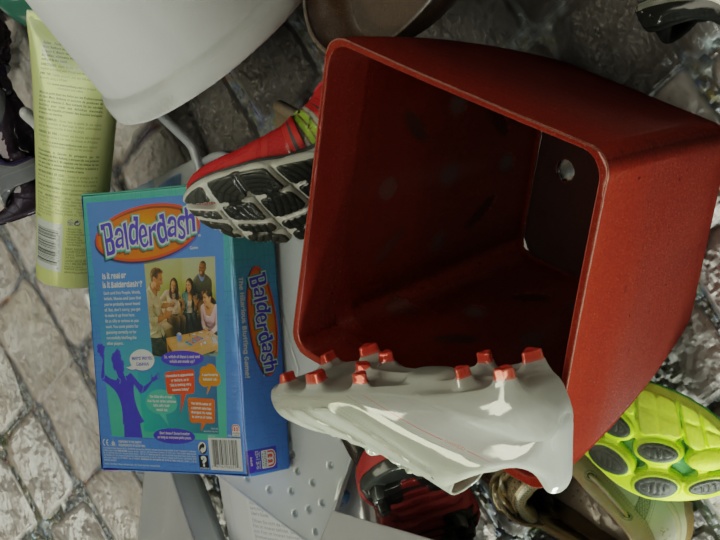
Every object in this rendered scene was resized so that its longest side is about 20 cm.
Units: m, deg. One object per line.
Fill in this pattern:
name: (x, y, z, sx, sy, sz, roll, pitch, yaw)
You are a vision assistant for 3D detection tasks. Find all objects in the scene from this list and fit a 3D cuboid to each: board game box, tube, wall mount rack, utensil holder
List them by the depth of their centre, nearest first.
utensil holder: (-0.154, -0.224, 1.230, 0.170, 0.170, 0.200, -12, 126, 46)
board game box: (-0.060, 0.057, 1.315, 0.200, 0.026, 0.200, 31, 113, 36)
board game box: (-0.123, 0.040, 1.321, 0.152, 0.045, 0.201, -2, 93, 41)
tube: (-0.206, -0.087, 1.374, 0.052, 0.058, 0.201, 34, 126, 51)
wall mount rack: (-0.174, -0.062, 1.430, 0.200, 0.074, 0.174, -21, 85, 45)

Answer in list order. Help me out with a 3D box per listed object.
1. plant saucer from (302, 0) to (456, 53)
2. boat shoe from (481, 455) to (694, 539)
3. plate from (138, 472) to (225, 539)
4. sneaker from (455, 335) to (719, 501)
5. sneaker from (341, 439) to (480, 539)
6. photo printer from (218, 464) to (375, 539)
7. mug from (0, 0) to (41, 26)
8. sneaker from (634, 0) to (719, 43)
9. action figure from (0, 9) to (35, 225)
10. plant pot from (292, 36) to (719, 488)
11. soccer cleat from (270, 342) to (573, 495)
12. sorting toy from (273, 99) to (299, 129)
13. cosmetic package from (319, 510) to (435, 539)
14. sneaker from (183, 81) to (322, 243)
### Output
plant saucer: (0.034, -0.216, 1.141, 0.200, 0.032, 0.201, -36, 42, 41)
boat shoe: (0.116, 0.130, 1.215, 0.200, 0.065, 0.072, 31, 123, 35)
plate: (-0.126, 0.244, 1.463, 0.200, 0.032, 0.200, 104, 148, -53)
sneaker: (0.142, 0.076, 1.167, 0.200, 0.084, 0.074, 22, 118, 17)
sneaker: (0.031, 0.125, 1.229, 0.201, 0.071, 0.098, 71, -179, -62)
photo printer: (-0.026, 0.192, 1.375, 0.166, 0.069, 0.201, 0, 104, 45)
mug: (-0.224, -0.241, 1.387, 0.152, 0.114, 0.185, 56, 134, 14)
sneaker: (0.166, -0.174, 1.053, 0.200, 0.074, 0.088, 31, 118, 28)
action figure: (-0.289, -0.139, 1.493, 0.069, 0.130, 0.201, -19, 94, 11)
plant pot: (0.101, -0.026, 1.097, 0.200, 0.176, 0.200, 28, 122, 36)
soccer cleat: (0.029, 0.084, 1.033, 0.200, 0.069, 0.078, -1, 106, 42)
sorting toy: (0.000, 0.000, 1.312, 0.185, 0.036, 0.200, 31, 128, 34)
cosmetic package: (0.080, 0.224, 1.197, 0.199, 0.052, 0.151, 14, 158, 22)
sneaker: (-0.022, -0.084, 1.231, 0.200, 0.077, 0.085, -22, 48, 11)
